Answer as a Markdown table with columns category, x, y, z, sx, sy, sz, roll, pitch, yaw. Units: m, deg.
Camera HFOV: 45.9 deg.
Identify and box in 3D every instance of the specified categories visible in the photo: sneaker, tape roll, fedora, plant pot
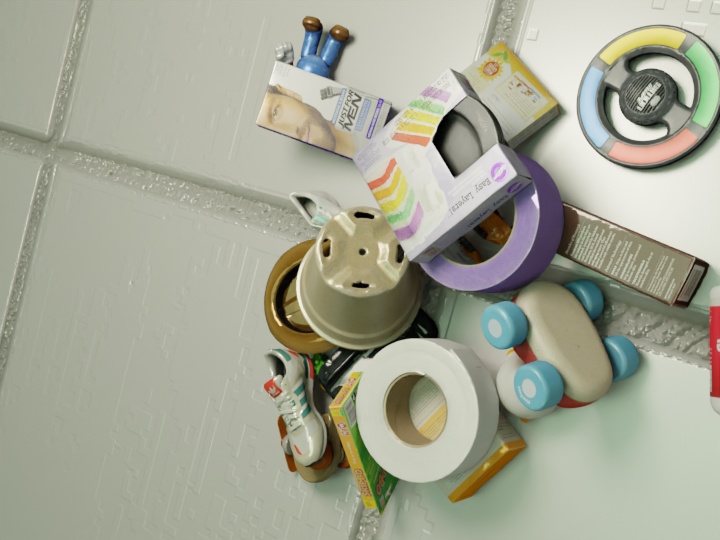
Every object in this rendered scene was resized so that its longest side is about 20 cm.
| category | x | y | z | sx | sy | sz | roll | pitch | yaw |
| --- | --- | --- | --- | --- | --- | --- | --- | --- | --- |
| sneaker | -0.039 | -0.074 | 1.401 | 0.200 | 0.088 | 0.075 | 33 | 101 | 30 |
| tape roll | 0.169 | -0.070 | 1.162 | 0.199 | 0.085 | 0.201 | -2 | 86 | 35 |
| sneaker | -0.114 | 0.212 | 1.343 | 0.070 | 0.093 | 0.200 | -32 | 52 | 29 |
| fedora | -0.063 | 0.045 | 1.407 | 0.200 | 0.082 | 0.202 | -4 | 79 | 24 |
| plant pot | 0.000 | 0.000 | 1.249 | 0.199 | 0.184 | 0.201 | 0 | 73 | -1 |
| tape roll | 0.094 | 0.196 | 1.214 | 0.202 | 0.071 | 0.203 | -3 | 84 | 34 |

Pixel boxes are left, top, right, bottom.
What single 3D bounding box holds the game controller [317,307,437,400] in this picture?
| category | x | y | z | sx | sy | sz | roll | pitch | yaw |
| --- | --- | --- | --- | --- | --- | --- | --- | --- | --- |
| game controller | 0.027 | 0.132 | 1.343 | 0.200 | 0.042 | 0.104 | -45 | 76 | -1 |

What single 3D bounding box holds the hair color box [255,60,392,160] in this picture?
| category | x | y | z | sx | sy | sz | roll | pitch | yaw |
| --- | --- | --- | --- | --- | --- | --- | --- | --- | --- |
| hair color box | -0.060 | -0.254 | 1.386 | 0.199 | 0.065 | 0.110 | 19 | 96 | -3 |

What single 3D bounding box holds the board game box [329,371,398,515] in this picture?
| category | x | y | z | sx | sy | sz | roll | pitch | yaw |
| --- | --- | --- | --- | --- | --- | --- | --- | --- | --- |
| board game box | 0.010 | 0.263 | 1.284 | 0.030 | 0.096 | 0.201 | -10 | 111 | 27 |

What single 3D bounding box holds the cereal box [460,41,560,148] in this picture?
| category | x | y | z | sx | sy | sz | roll | pitch | yaw |
| --- | --- | --- | --- | --- | --- | --- | --- | --- | --- |
| cereal box | 0.176 | -0.230 | 1.279 | 0.200 | 0.040 | 0.144 | -37 | 66 | 6 |

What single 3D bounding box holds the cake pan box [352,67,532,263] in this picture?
| category | x | y | z | sx | sy | sz | roll | pitch | yaw |
| --- | --- | --- | --- | --- | --- | --- | --- | --- | --- |
| cake pan box | 0.106 | -0.139 | 1.131 | 0.200 | 0.052 | 0.185 | -38 | 68 | 27 |

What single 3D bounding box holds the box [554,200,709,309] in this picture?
| category | x | y | z | sx | sy | sz | roll | pitch | yaw |
| --- | --- | --- | --- | --- | --- | --- | --- | --- | --- |
| box | 0.351 | -0.022 | 1.145 | 0.200 | 0.100 | 0.075 | 30 | 102 | 31 |

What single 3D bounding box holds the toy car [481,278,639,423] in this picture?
| category | x | y | z | sx | sy | sz | roll | pitch | yaw |
| --- | --- | --- | --- | --- | --- | --- | --- | --- | --- |
| toy car | 0.240 | 0.132 | 1.188 | 0.177 | 0.184 | 0.200 | 63 | 144 | 20 |

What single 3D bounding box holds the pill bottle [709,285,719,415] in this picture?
| category | x | y | z | sx | sy | sz | roll | pitch | yaw |
| --- | --- | --- | --- | --- | --- | --- | --- | --- | --- |
| pill bottle | 0.487 | 0.119 | 1.040 | 0.112 | 0.112 | 0.201 | -2 | 85 | 32 |

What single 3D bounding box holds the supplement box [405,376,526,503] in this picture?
| category | x | y | z | sx | sy | sz | roll | pitch | yaw |
| --- | --- | --- | --- | --- | --- | --- | --- | --- | --- |
| supplement box | 0.132 | 0.225 | 1.273 | 0.126 | 0.073 | 0.200 | -48 | 63 | 20 |

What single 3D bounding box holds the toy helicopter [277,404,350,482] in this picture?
| category | x | y | z | sx | sy | sz | roll | pitch | yaw |
| --- | --- | --- | --- | --- | --- | --- | --- | --- | --- |
| toy helicopter | -0.092 | 0.255 | 1.421 | 0.132 | 0.079 | 0.201 | -32 | 63 | 35 |

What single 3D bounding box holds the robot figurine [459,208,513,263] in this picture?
| category | x | y | z | sx | sy | sz | roll | pitch | yaw |
| --- | --- | --- | --- | --- | --- | --- | --- | --- | --- |
| robot figurine | 0.136 | -0.082 | 1.304 | 0.145 | 0.058 | 0.200 | -48 | 64 | 8 |

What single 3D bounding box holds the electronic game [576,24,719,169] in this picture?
| category | x | y | z | sx | sy | sz | roll | pitch | yaw |
| --- | --- | --- | --- | --- | --- | --- | --- | --- | --- |
| electronic game | 0.396 | -0.239 | 1.173 | 0.199 | 0.042 | 0.201 | -4 | 83 | 31 |

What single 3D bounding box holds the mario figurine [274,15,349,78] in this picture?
| category | x | y | z | sx | sy | sz | roll | pitch | yaw |
| --- | --- | --- | --- | --- | --- | --- | --- | --- | --- |
| mario figurine | -0.083 | -0.325 | 1.442 | 0.123 | 0.106 | 0.201 | 17 | 92 | 35 |

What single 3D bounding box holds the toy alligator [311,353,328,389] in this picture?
| category | x | y | z | sx | sy | sz | roll | pitch | yaw |
| --- | --- | --- | --- | --- | --- | --- | --- | --- | --- |
| toy alligator | -0.052 | 0.167 | 1.405 | 0.200 | 0.054 | 0.059 | 36 | 104 | 29 |
